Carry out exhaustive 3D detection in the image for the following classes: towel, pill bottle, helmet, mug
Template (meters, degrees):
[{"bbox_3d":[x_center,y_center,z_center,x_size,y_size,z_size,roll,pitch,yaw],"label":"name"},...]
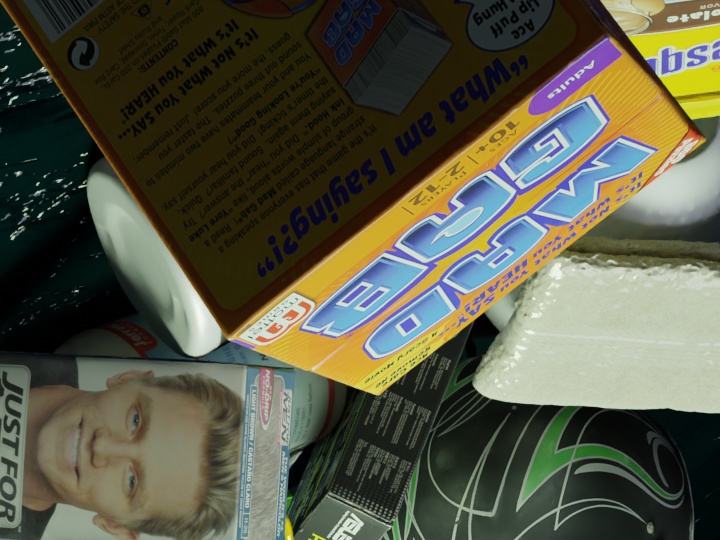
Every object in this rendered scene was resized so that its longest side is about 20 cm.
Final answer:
[{"bbox_3d":[0.179,0.032,1.599,0.199,0.035,0.133,4,136,-21],"label":"towel"},{"bbox_3d":[-0.030,-0.048,1.366,0.200,0.114,0.114,-29,160,-19],"label":"pill bottle"},{"bbox_3d":[0.097,0.150,1.692,0.190,0.200,0.200,15,132,-33],"label":"helmet"},{"bbox_3d":[0.131,-0.046,1.635,0.199,0.148,0.176,2,144,-11],"label":"mug"},{"bbox_3d":[-0.112,0.075,1.524,0.200,0.109,0.109,-20,156,-39],"label":"pill bottle"}]

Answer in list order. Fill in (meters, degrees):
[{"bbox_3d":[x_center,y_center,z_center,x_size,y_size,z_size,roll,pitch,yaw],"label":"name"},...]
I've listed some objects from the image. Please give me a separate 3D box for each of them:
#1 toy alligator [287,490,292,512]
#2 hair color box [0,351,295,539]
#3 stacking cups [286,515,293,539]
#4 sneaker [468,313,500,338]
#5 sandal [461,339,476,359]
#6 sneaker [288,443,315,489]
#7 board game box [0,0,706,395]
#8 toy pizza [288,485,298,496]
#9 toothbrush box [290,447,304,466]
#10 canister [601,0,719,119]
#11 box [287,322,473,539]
[{"bbox_3d":[-0.063,0.224,1.686,0.059,0.054,0.200,-7,134,-27],"label":"toy alligator"},{"bbox_3d":[-0.137,0.094,1.381,0.199,0.100,0.060,1,176,24],"label":"hair color box"},{"bbox_3d":[-0.139,0.167,1.499,0.199,0.061,0.061,-1,164,11],"label":"stacking cups"},{"bbox_3d":[0.115,0.014,1.823,0.200,0.076,0.116,-26,162,-28],"label":"sneaker"},{"bbox_3d":[0.055,0.105,1.816,0.075,0.045,0.200,99,14,-57],"label":"sandal"},{"bbox_3d":[-0.045,0.127,1.802,0.200,0.077,0.111,-37,167,-11],"label":"sneaker"},{"bbox_3d":[0.000,-0.092,1.176,0.200,0.200,0.200,-38,161,9],"label":"board game box"},{"bbox_3d":[-0.080,0.206,1.755,0.200,0.032,0.200,-33,164,-11],"label":"toy pizza"},{"bbox_3d":[-0.153,0.141,1.647,0.200,0.085,0.147,-19,156,-37],"label":"toothbrush box"},{"bbox_3d":[0.162,-0.158,1.424,0.148,0.087,0.200,-6,158,5],"label":"canister"},{"bbox_3d":[0.011,0.088,1.587,0.200,0.044,0.160,-67,-174,-31],"label":"box"}]
